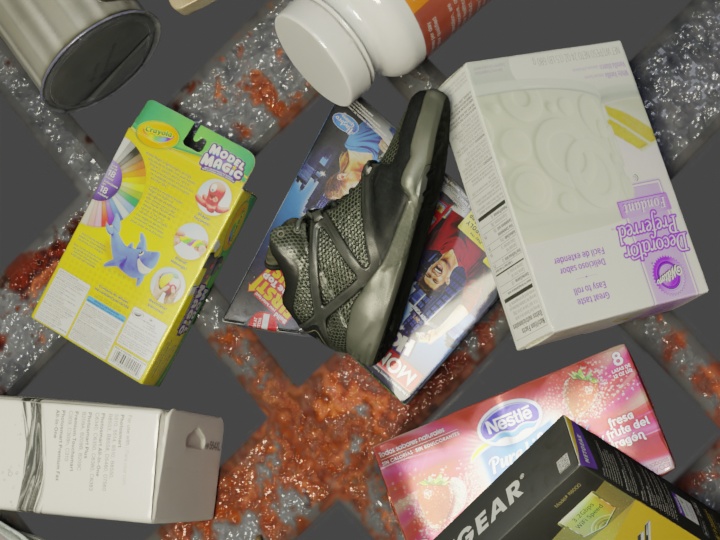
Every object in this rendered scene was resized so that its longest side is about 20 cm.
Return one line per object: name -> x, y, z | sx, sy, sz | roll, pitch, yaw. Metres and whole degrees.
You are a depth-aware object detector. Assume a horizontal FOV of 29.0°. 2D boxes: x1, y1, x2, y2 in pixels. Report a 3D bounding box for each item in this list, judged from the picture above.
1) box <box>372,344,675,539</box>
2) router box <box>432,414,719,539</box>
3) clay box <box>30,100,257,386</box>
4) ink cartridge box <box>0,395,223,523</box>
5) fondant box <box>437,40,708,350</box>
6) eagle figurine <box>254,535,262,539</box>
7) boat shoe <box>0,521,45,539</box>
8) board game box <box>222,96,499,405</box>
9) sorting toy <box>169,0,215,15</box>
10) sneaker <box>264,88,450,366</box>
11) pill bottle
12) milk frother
box -> 0.120, 0.136, 1.011 | 0.198, 0.100, 0.097 | -23, 78, 9
router box -> 0.132, 0.211, 0.950 | 0.156, 0.052, 0.200 | 31, 115, -23
clay box -> -0.167, -0.023, 1.123 | 0.114, 0.048, 0.202 | 28, 88, 15
ink cartridge box -> -0.220, 0.142, 1.063 | 0.197, 0.146, 0.086 | 4, 83, 13
fondant box -> 0.153, -0.058, 1.014 | 0.143, 0.058, 0.203 | -12, 79, -27
eagle figurine -> -0.156, 0.294, 1.033 | 0.197, 0.152, 0.153 | -7, 113, -10
boat shoe -> -0.304, 0.229, 1.112 | 0.201, 0.065, 0.075 | 37, 92, 12
board game box -> 0.000, 0.000, 1.076 | 0.200, 0.062, 0.200 | 43, 94, 14
sorting toy -> -0.091, -0.332, 1.134 | 0.197, 0.070, 0.202 | -25, 79, 9
sneaker -> -0.005, -0.044, 1.003 | 0.113, 0.076, 0.202 | 21, 102, 12
pill bottle -> 0.034, -0.220, 1.044 | 0.112, 0.112, 0.200 | 43, 76, 14
milk frother -> -0.279, -0.237, 1.088 | 0.199, 0.181, 0.189 | -28, 73, -36
